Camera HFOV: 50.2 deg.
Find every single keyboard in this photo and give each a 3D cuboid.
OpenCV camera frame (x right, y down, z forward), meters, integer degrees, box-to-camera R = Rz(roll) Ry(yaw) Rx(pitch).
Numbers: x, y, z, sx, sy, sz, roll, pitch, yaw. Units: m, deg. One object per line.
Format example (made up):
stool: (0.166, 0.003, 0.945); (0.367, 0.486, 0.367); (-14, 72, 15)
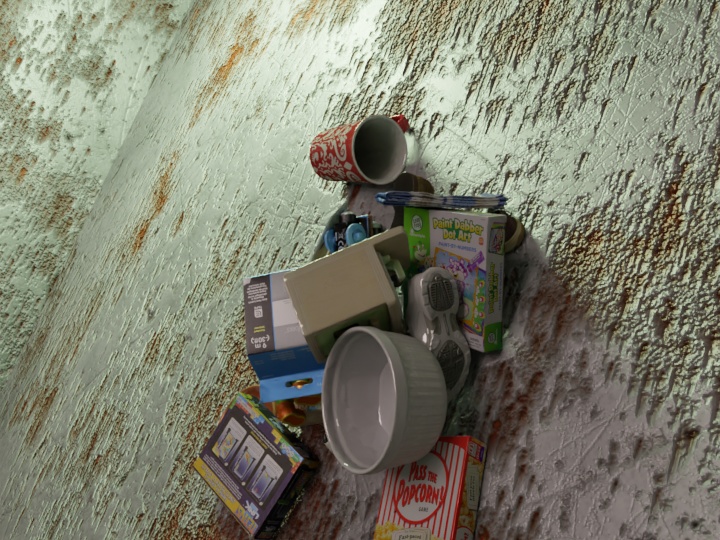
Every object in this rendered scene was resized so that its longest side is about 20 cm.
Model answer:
keyboard: (-0.066, -0.051, 1.399); (0.056, 0.011, 0.201); (-42, -12, -36)

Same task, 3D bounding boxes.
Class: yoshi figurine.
yoshi figurine: (-0.125, 0.170, 1.353); (0.111, 0.113, 0.201); (-20, 51, -13)

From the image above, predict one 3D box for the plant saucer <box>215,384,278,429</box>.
plant saucer: (-0.218, 0.324, 1.488); (0.199, 0.037, 0.203); (-30, 45, 35)

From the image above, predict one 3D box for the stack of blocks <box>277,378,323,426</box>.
stack of blocks: (-0.055, 0.201, 1.354); (0.198, 0.058, 0.117); (-20, 50, 43)

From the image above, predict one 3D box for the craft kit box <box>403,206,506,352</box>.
craft kit box: (0.140, 0.006, 1.188); (0.199, 0.048, 0.202); (13, 104, 54)

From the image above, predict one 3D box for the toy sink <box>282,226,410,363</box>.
toy sink: (0.001, 0.043, 1.160); (0.197, 0.131, 0.113); (-22, 65, -4)

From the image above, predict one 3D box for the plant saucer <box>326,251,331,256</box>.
plant saucer: (-0.074, 0.032, 1.435); (0.203, 0.035, 0.200); (-62, 4, 7)

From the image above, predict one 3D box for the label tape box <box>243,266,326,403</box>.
label tape box: (-0.113, 0.102, 1.260); (0.140, 0.066, 0.204); (-10, 66, 8)

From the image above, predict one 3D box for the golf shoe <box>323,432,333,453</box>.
golf shoe: (0.020, 0.219, 1.218); (0.202, 0.094, 0.078); (-55, 34, 2)

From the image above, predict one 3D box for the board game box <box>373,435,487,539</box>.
board game box: (0.093, 0.337, 1.078); (0.150, 0.046, 0.203); (-15, 53, 46)

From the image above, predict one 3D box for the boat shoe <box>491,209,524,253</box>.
boat shoe: (0.166, -0.042, 1.245); (0.198, 0.072, 0.073); (-26, 46, 38)

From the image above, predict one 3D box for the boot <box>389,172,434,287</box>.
boot: (0.092, -0.068, 1.374); (0.073, 0.075, 0.204); (11, 92, 47)

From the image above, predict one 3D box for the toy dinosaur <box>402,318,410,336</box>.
toy dinosaur: (0.046, 0.131, 1.242); (0.198, 0.058, 0.102); (11, 59, 42)

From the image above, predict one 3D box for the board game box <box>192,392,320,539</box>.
board game box: (-0.188, 0.345, 1.367); (0.199, 0.056, 0.167); (36, 95, 36)

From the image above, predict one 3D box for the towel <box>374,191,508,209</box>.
towel: (0.126, -0.115, 1.230); (0.147, 0.196, 0.024); (-116, 27, -83)

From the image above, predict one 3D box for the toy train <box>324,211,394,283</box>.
toy train: (0.000, 0.000, 1.342); (0.086, 0.113, 0.204); (-6, 85, 47)

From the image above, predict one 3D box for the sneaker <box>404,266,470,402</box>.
sneaker: (0.110, 0.098, 1.162); (0.099, 0.076, 0.204); (172, 95, -68)

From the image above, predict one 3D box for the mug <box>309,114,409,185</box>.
mug: (0.005, -0.244, 1.588); (0.199, 0.175, 0.136); (6, 105, 57)

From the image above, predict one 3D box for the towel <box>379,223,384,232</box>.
towel: (-0.024, 0.012, 1.493); (0.199, 0.022, 0.149); (-36, 40, 33)

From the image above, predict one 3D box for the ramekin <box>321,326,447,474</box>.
ramekin: (0.036, 0.182, 1.089); (0.199, 0.103, 0.205); (-11, 77, 57)
